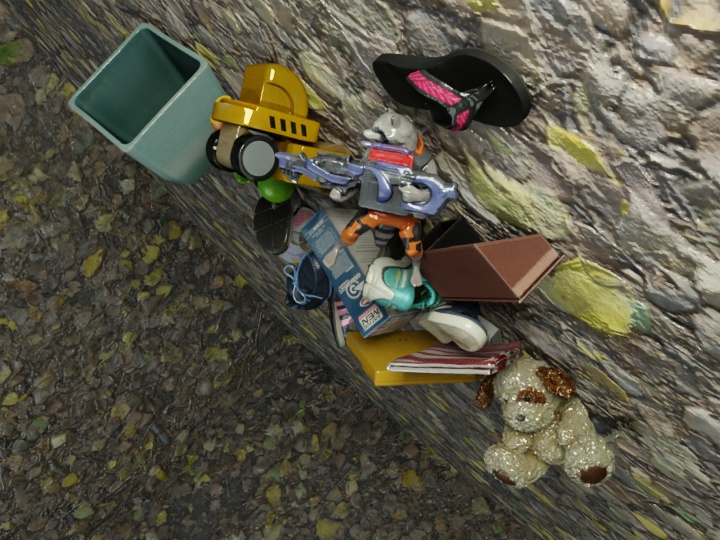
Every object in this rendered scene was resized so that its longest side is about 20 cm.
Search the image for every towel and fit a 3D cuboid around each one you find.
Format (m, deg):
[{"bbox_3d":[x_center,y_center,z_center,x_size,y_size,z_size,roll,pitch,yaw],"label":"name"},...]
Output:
[{"bbox_3d":[0.136,0.118,0.896,0.144,0.023,0.200,-3,179,24],"label":"towel"}]

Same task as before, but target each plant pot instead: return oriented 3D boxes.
[{"bbox_3d":[-0.337,-0.268,1.143,0.196,0.196,0.200,37,173,29],"label":"plant pot"}]

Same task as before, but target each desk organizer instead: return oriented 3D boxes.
[{"bbox_3d":[0.131,-0.016,0.741,0.077,0.072,0.200,49,167,-10],"label":"desk organizer"}]

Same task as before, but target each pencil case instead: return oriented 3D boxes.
[{"bbox_3d":[-0.128,-0.068,1.340,0.091,0.083,0.200,46,167,0],"label":"pencil case"}]

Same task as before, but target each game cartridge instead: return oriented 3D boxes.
[{"bbox_3d":[0.082,0.138,1.043,0.200,0.176,0.033,-136,48,-72],"label":"game cartridge"}]

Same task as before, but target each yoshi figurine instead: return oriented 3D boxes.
[{"bbox_3d":[-0.146,-0.179,1.004,0.112,0.112,0.200,28,164,32],"label":"yoshi figurine"}]

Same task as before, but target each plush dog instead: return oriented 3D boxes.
[{"bbox_3d":[0.263,0.203,0.940,0.200,0.160,0.172,-20,106,45],"label":"plush dog"}]

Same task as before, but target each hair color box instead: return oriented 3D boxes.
[{"bbox_3d":[0.000,0.000,0.996,0.100,0.061,0.200,-4,-123,-56],"label":"hair color box"}]

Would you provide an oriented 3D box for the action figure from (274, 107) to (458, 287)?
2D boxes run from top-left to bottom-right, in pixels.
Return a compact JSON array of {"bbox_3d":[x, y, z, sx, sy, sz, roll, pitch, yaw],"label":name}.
[{"bbox_3d":[0.009,-0.089,0.722,0.200,0.105,0.194,20,125,9],"label":"action figure"}]

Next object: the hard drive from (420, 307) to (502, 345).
[{"bbox_3d":[0.148,0.075,1.077,0.200,0.026,0.132,37,166,31],"label":"hard drive"}]

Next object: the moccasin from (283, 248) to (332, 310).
[{"bbox_3d":[-0.091,0.030,1.092,0.200,0.068,0.081,109,146,-62],"label":"moccasin"}]

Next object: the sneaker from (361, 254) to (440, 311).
[{"bbox_3d":[0.074,0.027,0.886,0.080,0.078,0.200,25,-164,24],"label":"sneaker"}]

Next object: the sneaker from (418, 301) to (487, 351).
[{"bbox_3d":[0.137,0.055,0.895,0.075,0.085,0.200,39,174,-7],"label":"sneaker"}]

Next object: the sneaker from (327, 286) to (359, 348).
[{"bbox_3d":[-0.014,0.044,1.116,0.070,0.082,0.200,-112,15,-51],"label":"sneaker"}]

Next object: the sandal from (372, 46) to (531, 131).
[{"bbox_3d":[0.068,-0.150,0.563,0.200,0.045,0.075,27,158,53],"label":"sandal"}]

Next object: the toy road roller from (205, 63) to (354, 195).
[{"bbox_3d":[-0.097,-0.187,0.859,0.200,0.146,0.123,7,-169,-35],"label":"toy road roller"}]

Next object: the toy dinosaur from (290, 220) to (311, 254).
[{"bbox_3d":[-0.042,-0.032,1.146,0.077,0.102,0.200,26,157,54],"label":"toy dinosaur"}]

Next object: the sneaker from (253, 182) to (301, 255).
[{"bbox_3d":[-0.132,-0.104,1.151,0.115,0.075,0.201,42,-146,-57],"label":"sneaker"}]

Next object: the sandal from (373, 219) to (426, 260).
[{"bbox_3d":[0.044,-0.051,0.887,0.055,0.082,0.200,60,175,16],"label":"sandal"}]
